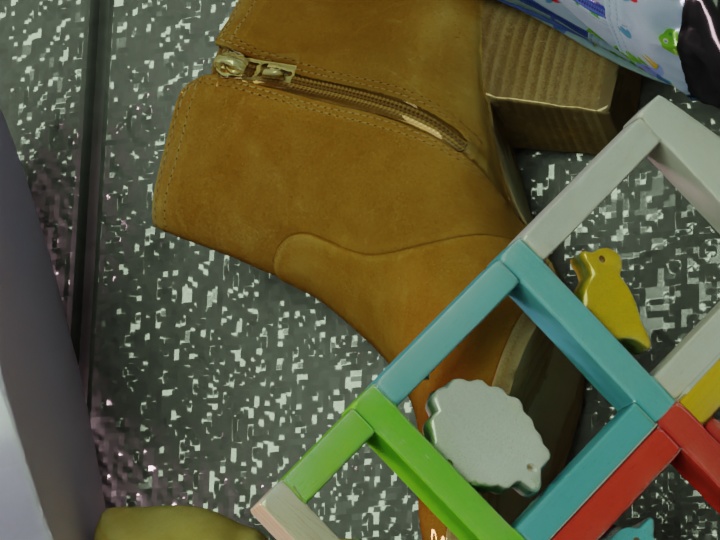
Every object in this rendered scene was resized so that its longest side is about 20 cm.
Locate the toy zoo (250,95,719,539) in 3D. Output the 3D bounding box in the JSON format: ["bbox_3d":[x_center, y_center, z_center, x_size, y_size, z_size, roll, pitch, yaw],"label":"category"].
[{"bbox_3d":[0.083,0.043,0.801,0.131,0.020,0.200,46,74,1],"label":"toy zoo"}]

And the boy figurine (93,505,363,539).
[{"bbox_3d":[-0.008,0.139,0.854,0.199,0.064,0.125,30,90,30],"label":"boy figurine"}]

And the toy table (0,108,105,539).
[{"bbox_3d":[-0.159,0.033,0.902,0.116,0.184,0.201,-16,56,4],"label":"toy table"}]

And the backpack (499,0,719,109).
[{"bbox_3d":[0.074,-0.144,0.851,0.199,0.154,0.164,30,73,13],"label":"backpack"}]

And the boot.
[{"bbox_3d":[0.000,-0.001,0.877,0.143,0.071,0.202,7,65,19],"label":"boot"}]
